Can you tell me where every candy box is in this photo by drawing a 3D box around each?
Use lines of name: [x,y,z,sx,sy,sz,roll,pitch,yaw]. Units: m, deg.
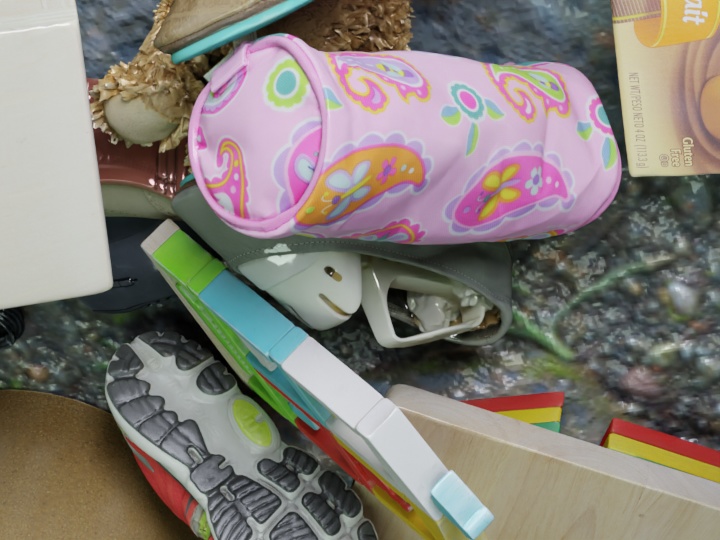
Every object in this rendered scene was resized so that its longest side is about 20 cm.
candy box: [0.162,-0.135,0.926,0.115,0.055,0.200,-2,127,13]

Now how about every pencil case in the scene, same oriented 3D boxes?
pencil case: [0.023,-0.054,0.935,0.200,0.087,0.087,-2,147,-47]

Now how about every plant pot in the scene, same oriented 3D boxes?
plant pot: [-0.192,0.196,1.172,0.186,0.200,0.187,6,128,8]

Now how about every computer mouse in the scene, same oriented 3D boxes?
computer mouse: [-0.155,0.010,1.122,0.200,0.034,0.059,-20,122,26]

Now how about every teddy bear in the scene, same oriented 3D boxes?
teddy bear: [-0.035,-0.119,0.958,0.145,0.067,0.200,13,121,-13]

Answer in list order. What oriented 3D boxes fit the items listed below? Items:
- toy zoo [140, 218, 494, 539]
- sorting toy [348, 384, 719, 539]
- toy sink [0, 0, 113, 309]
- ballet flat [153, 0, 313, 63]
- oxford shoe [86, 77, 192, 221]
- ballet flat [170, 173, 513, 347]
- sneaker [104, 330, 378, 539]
toy zoo: [-0.012,0.064,1.016,0.200,0.020,0.131,38,168,36]
sorting toy: [0.086,0.145,1.156,0.199,0.070,0.200,18,130,-2]
toy sink: [-0.212,-0.057,0.917,0.200,0.112,0.130,-10,124,-8]
ballet flat: [0.002,-0.148,0.870,0.200,0.068,0.072,-20,100,9]
oxford shoe: [-0.093,-0.056,1.050,0.200,0.071,0.074,9,166,-5]
ballet flat: [0.000,0.000,1.003,0.067,0.064,0.200,-19,159,41]
sneaker: [-0.057,0.117,1.127,0.200,0.077,0.085,53,161,15]
